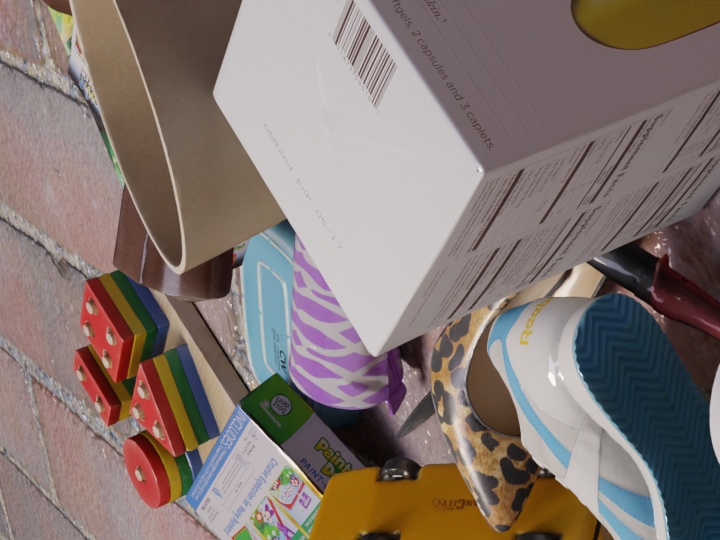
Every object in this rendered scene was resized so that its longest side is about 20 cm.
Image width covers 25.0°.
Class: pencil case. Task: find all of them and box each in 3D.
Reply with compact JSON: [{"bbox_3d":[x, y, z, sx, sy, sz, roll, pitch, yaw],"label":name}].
[{"bbox_3d":[0.000,0.000,1.033,0.085,0.084,0.201,19,136,13],"label":"pencil case"}]

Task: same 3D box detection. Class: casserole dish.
[{"bbox_3d":[-0.048,0.033,1.181,0.121,0.039,0.201,39,142,43],"label":"casserole dish"}]

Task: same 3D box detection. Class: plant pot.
[{"bbox_3d":[-0.034,-0.121,0.854,0.187,0.199,0.189,160,90,-76],"label":"plant pot"}]

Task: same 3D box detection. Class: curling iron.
[{"bbox_3d":[0.145,0.006,0.773,0.200,0.026,0.050,37,-176,24],"label":"curling iron"}]

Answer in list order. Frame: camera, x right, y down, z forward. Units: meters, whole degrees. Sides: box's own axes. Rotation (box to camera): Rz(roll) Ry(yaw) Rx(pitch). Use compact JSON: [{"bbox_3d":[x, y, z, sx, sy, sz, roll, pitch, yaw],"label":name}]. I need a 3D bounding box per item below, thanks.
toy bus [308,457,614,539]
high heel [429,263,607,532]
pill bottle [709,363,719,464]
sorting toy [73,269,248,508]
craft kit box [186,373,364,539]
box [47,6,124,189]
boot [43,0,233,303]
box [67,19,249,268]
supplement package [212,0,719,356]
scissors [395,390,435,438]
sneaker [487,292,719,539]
[{"bbox_3d":[0.063,0.159,0.974,0.199,0.065,0.078,-6,136,32],"label":"toy bus"},{"bbox_3d":[0.096,0.045,0.860,0.142,0.071,0.202,179,92,-66],"label":"high heel"},{"bbox_3d":[0.237,0.072,0.625,0.200,0.109,0.110,17,124,55],"label":"pill bottle"},{"bbox_3d":[-0.184,0.108,1.442,0.199,0.069,0.200,55,149,23],"label":"sorting toy"},{"bbox_3d":[-0.033,0.197,1.208,0.198,0.048,0.200,49,150,9],"label":"craft kit box"},{"bbox_3d":[-0.181,-0.149,1.288,0.144,0.036,0.201,-22,89,62],"label":"box"},{"bbox_3d":[-0.145,-0.083,1.026,0.186,0.064,0.202,18,110,41],"label":"boot"},{"bbox_3d":[-0.135,-0.104,1.099,0.201,0.035,0.110,55,150,22],"label":"box"},{"bbox_3d":[0.068,-0.091,0.709,0.152,0.199,0.151,58,150,19],"label":"supplement package"},{"bbox_3d":[0.057,0.068,1.048,0.074,0.014,0.200,66,153,-1],"label":"scissors"},{"bbox_3d":[0.136,0.094,0.823,0.081,0.076,0.201,1,126,52],"label":"sneaker"}]
